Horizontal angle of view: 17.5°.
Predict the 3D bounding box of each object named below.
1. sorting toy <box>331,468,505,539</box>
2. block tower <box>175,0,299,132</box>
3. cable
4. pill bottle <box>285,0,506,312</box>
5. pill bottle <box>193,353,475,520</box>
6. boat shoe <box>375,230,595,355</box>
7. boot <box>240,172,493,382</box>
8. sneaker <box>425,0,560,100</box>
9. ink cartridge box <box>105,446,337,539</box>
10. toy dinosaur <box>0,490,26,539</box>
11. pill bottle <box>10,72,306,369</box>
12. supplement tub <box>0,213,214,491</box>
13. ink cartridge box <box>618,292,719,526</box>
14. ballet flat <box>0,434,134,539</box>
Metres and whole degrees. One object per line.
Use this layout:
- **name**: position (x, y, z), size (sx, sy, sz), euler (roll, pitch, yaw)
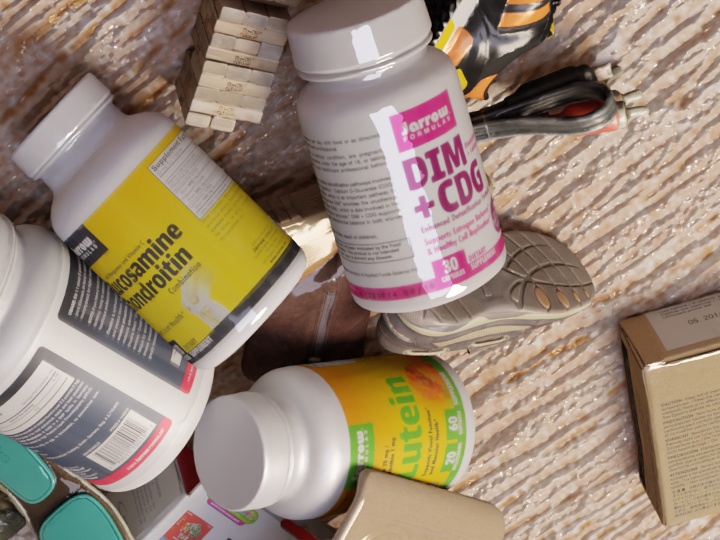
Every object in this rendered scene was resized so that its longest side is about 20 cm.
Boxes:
- **sorting toy**: position (0.010, 0.249, 1.733), size (0.185, 0.036, 0.201), euler (21, 96, -50)
- **block tower**: position (-0.071, -0.195, 1.586), size (0.054, 0.058, 0.201), euler (9, 120, -20)
- **cable**: position (0.109, -0.098, 1.670), size (0.198, 0.097, 0.051), euler (-22, 119, 0)
- **pill bottle**: position (0.022, -0.083, 1.582), size (0.112, 0.113, 0.202), euler (-18, 110, -3)
- **pill bottle**: position (-0.021, 0.123, 1.721), size (0.199, 0.111, 0.112), euler (-5, 127, -42)
- **boat shoe**: position (0.088, 0.020, 1.740), size (0.199, 0.075, 0.073), euler (-4, 153, -40)
- **boot**: position (0.000, 0.000, 1.734), size (0.198, 0.073, 0.167), euler (-12, 137, -11)
- **sneaker**: position (0.112, -0.204, 1.626), size (0.090, 0.070, 0.200), euler (25, 116, -34)
- **ink cartridge box**: position (-0.102, 0.226, 1.822), size (0.175, 0.084, 0.200), euler (-43, 123, 12)
- **toy dinosaur**: position (-0.306, 0.199, 1.776), size (0.088, 0.048, 0.200), euler (28, 114, -35)
- **pill bottle**: position (-0.140, -0.036, 1.604), size (0.200, 0.112, 0.112), euler (44, 104, -6)
- **supplement tub**: position (-0.215, 0.056, 1.651), size (0.199, 0.141, 0.140), euler (33, 108, -30)
- **ink cartridge box**: position (0.314, 0.096, 1.859), size (0.198, 0.075, 0.166), euler (-15, 123, -5)
- **ballet flat**: position (-0.222, 0.163, 1.730), size (0.067, 0.062, 0.201), euler (-34, 100, 12)
